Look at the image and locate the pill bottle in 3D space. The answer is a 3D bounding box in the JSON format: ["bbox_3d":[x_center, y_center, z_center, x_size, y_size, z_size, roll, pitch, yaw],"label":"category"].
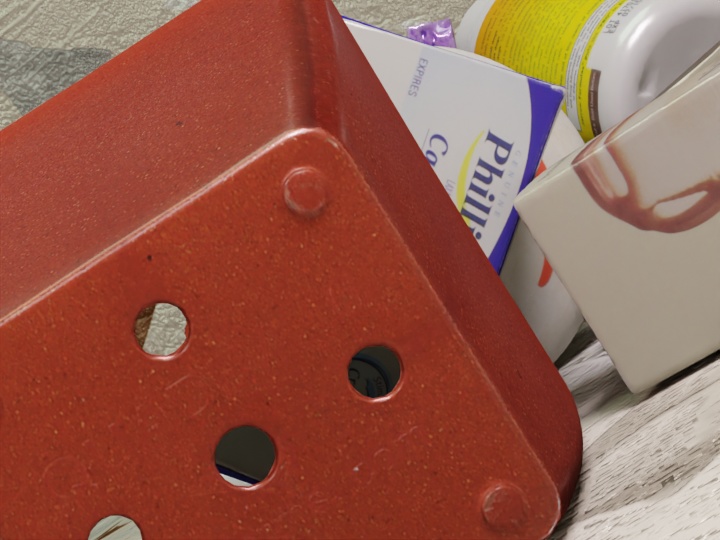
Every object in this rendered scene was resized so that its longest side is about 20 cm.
[{"bbox_3d":[0.132,-0.112,1.053,0.109,0.110,0.200,-33,25,-16],"label":"pill bottle"}]

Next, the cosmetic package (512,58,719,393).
[{"bbox_3d":[0.167,-0.050,0.670,0.200,0.087,0.103,-33,1,25],"label":"cosmetic package"}]

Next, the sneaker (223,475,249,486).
[{"bbox_3d":[-0.027,0.094,1.062,0.086,0.075,0.200,-25,11,24],"label":"sneaker"}]

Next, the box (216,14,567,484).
[{"bbox_3d":[0.000,0.000,0.801,0.200,0.104,0.185,166,124,-89],"label":"box"}]

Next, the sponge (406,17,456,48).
[{"bbox_3d":[0.055,-0.041,1.099,0.030,0.201,0.112,-10,1,0],"label":"sponge"}]

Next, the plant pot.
[{"bbox_3d":[-0.042,0.037,0.586,0.199,0.200,0.176,-33,13,-2],"label":"plant pot"}]

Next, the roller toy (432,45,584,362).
[{"bbox_3d":[0.031,-0.016,0.974,0.182,0.201,0.140,-23,0,-1],"label":"roller toy"}]

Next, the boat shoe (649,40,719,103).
[{"bbox_3d":[0.200,-0.092,0.885,0.200,0.072,0.060,-39,1,25],"label":"boat shoe"}]
